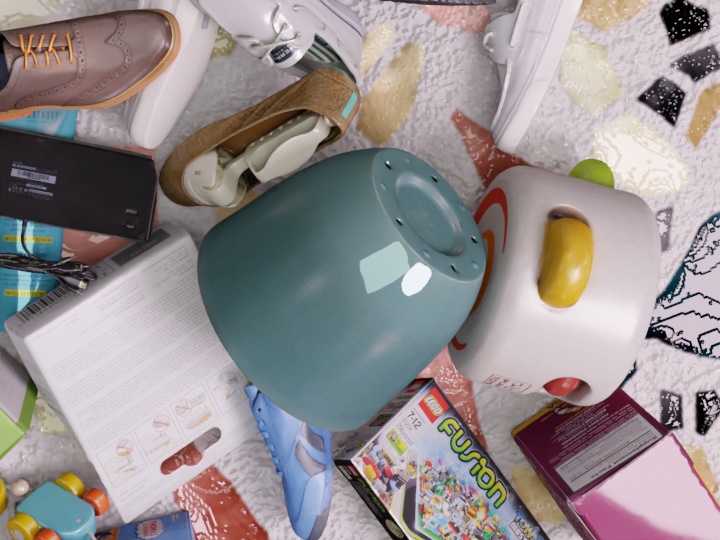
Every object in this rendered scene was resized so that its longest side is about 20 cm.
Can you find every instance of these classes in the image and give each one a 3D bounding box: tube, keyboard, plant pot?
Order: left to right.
[{"bbox_3d":[-0.265,-0.049,1.359,0.200,0.021,0.127,11,71,-9],"label":"keyboard"},{"bbox_3d":[-0.271,-0.049,1.395,0.077,0.050,0.201,1,95,-17],"label":"tube"},{"bbox_3d":[0.000,0.000,1.336,0.161,0.201,0.201,-37,106,29],"label":"plant pot"}]

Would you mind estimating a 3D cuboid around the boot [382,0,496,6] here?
[{"bbox_3d":[0.040,-0.319,1.383,0.164,0.066,0.201,4,96,-11],"label":"boot"}]

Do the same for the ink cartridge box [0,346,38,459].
[{"bbox_3d":[-0.353,0.064,1.349,0.076,0.148,0.200,-44,103,3],"label":"ink cartridge box"}]

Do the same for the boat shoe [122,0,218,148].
[{"bbox_3d":[-0.158,-0.200,1.367,0.068,0.072,0.200,22,107,15],"label":"boat shoe"}]

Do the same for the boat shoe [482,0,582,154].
[{"bbox_3d":[0.139,-0.199,1.418,0.068,0.072,0.200,21,101,4],"label":"boat shoe"}]

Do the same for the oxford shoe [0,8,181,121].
[{"bbox_3d":[-0.235,-0.159,1.318,0.200,0.073,0.071,-16,81,15],"label":"oxford shoe"}]

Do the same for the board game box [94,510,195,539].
[{"bbox_3d":[-0.231,0.258,1.403,0.200,0.151,0.037,-13,104,-6],"label":"board game box"}]

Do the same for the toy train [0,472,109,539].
[{"bbox_3d":[-0.302,0.231,1.397,0.199,0.150,0.056,-2,130,-3],"label":"toy train"}]

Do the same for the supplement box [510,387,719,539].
[{"bbox_3d":[0.220,0.182,1.433,0.103,0.200,0.131,-34,105,-1],"label":"supplement box"}]

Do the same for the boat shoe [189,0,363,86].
[{"bbox_3d":[-0.059,-0.192,1.330,0.073,0.200,0.067,-28,64,34],"label":"boat shoe"}]

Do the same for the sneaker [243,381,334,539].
[{"bbox_3d":[-0.063,0.130,1.445,0.078,0.066,0.201,-2,96,-16],"label":"sneaker"}]

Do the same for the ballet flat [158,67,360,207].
[{"bbox_3d":[-0.085,-0.090,1.359,0.200,0.072,0.068,-25,126,23],"label":"ballet flat"}]

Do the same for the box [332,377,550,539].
[{"bbox_3d":[0.075,0.203,1.478,0.110,0.035,0.200,-43,106,-25],"label":"box"}]

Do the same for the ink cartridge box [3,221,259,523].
[{"bbox_3d":[-0.180,0.084,1.419,0.162,0.057,0.200,-34,125,-19],"label":"ink cartridge box"}]

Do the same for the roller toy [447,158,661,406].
[{"bbox_3d":[0.149,0.013,1.395,0.139,0.200,0.183,14,118,-11],"label":"roller toy"}]
